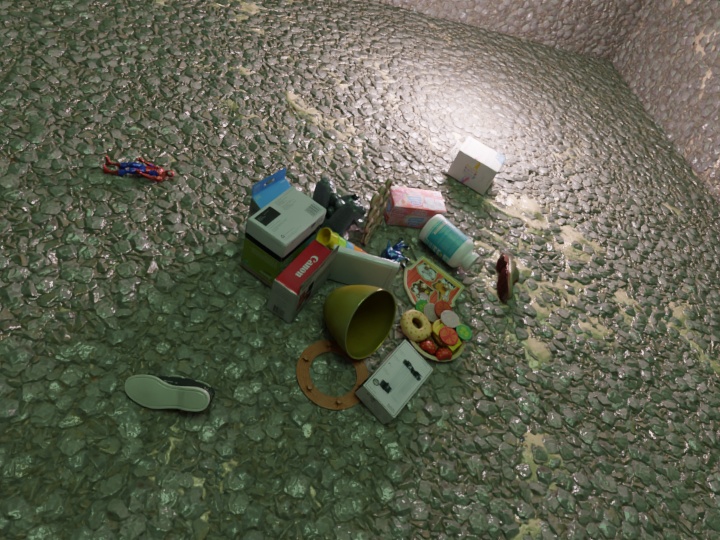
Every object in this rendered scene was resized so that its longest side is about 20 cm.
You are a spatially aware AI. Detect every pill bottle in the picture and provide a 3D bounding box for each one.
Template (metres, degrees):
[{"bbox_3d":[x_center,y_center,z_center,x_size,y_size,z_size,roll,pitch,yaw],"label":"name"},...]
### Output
[{"bbox_3d":[0.301,-0.087,1.747,0.200,0.111,0.111,44,50,17],"label":"pill bottle"}]

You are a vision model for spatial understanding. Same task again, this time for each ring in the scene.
[{"bbox_3d":[-0.070,0.268,1.368,0.199,0.019,0.202,11,50,-13],"label":"ring"}]

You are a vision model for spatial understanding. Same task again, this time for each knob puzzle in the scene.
[{"bbox_3d":[0.221,0.049,1.657,0.218,0.031,0.221,11,50,-13],"label":"knob puzzle"}]

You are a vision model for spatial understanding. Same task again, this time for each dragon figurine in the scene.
[{"bbox_3d":[0.102,-0.057,1.677,0.099,0.059,0.201,14,50,-11],"label":"dragon figurine"}]

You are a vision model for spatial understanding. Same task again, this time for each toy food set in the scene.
[{"bbox_3d":[0.224,0.173,1.538,0.200,0.049,0.197,45,52,16],"label":"toy food set"}]

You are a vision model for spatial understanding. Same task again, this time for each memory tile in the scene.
[{"bbox_3d":[0.053,-0.190,1.674,0.017,0.201,0.153,26,45,12],"label":"memory tile"}]

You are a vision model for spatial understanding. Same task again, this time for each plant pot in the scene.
[{"bbox_3d":[-0.020,0.119,1.416,0.141,0.201,0.199,25,41,36],"label":"plant pot"}]

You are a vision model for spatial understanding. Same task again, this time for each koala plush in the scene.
[{"bbox_3d":[-0.061,-0.189,1.680,0.177,0.184,0.200,40,28,14],"label":"koala plush"}]

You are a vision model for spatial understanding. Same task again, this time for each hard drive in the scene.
[{"bbox_3d":[0.000,0.000,1.540,0.198,0.132,0.027,16,47,-8],"label":"hard drive"}]

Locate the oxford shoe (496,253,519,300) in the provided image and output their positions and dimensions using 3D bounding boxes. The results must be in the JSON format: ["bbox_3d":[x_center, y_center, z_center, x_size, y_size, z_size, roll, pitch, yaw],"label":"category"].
[{"bbox_3d":[0.509,0.025,1.765,0.074,0.071,0.201,22,48,-10],"label":"oxford shoe"}]

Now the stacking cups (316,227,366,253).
[{"bbox_3d":[-0.046,-0.070,1.569,0.199,0.060,0.061,22,37,-48],"label":"stacking cups"}]

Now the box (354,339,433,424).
[{"bbox_3d":[0.091,0.290,1.373,0.117,0.060,0.200,45,50,4],"label":"box"}]

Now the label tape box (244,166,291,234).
[{"bbox_3d":[-0.262,-0.189,1.547,0.063,0.201,0.144,38,49,13],"label":"label tape box"}]

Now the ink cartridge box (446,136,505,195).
[{"bbox_3d":[0.449,-0.423,2.074,0.199,0.126,0.129,32,47,7],"label":"ink cartridge box"}]

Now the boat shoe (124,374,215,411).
[{"bbox_3d":[-0.433,0.273,1.191,0.198,0.075,0.060,6,7,3],"label":"boat shoe"}]

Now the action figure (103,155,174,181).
[{"bbox_3d":[-0.672,-0.309,1.591,0.198,0.052,0.066,8,46,-19],"label":"action figure"}]

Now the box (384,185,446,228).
[{"bbox_3d":[0.186,-0.217,1.819,0.198,0.095,0.103,4,51,-18],"label":"box"}]

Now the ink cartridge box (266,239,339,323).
[{"bbox_3d":[-0.156,0.014,1.437,0.084,0.176,0.200,33,47,7],"label":"ink cartridge box"}]

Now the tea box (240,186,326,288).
[{"bbox_3d":[-0.221,-0.093,1.485,0.133,0.197,0.200,35,48,9],"label":"tea box"}]
